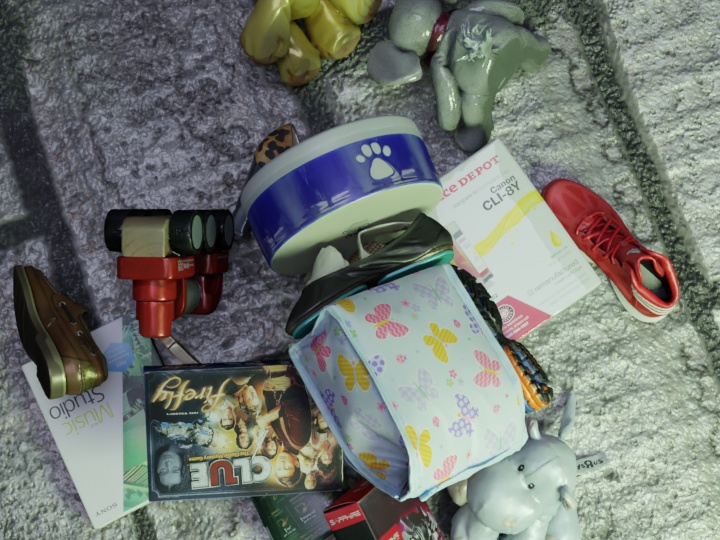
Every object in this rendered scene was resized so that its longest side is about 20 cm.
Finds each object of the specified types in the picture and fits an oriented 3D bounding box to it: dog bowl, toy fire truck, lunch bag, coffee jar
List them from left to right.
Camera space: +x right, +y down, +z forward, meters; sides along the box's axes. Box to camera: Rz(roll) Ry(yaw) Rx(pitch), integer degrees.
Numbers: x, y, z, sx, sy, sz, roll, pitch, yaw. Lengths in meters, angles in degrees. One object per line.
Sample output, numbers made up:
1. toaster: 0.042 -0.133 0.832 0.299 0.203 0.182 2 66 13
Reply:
1. toy fire truck: -0.187 0.035 1.387 0.128 0.176 0.201 1 93 10
2. coffee jar: -0.088 0.206 1.401 0.104 0.085 0.200 -32 82 2
3. dog bowl: -0.018 -0.075 1.330 0.199 0.200 0.079 -23 76 -4
4. lunch bag: 0.052 0.118 1.270 0.169 0.127 0.200 -21 70 -37

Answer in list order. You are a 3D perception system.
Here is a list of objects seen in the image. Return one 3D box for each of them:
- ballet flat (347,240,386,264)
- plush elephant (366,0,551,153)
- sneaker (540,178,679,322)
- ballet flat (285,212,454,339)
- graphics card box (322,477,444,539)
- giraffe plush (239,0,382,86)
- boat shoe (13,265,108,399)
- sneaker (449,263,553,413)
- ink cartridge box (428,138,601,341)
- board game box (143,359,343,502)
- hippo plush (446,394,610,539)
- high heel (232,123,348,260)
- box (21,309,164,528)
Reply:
1. ballet flat: -0.021 0.063 1.370 0.070 0.065 0.201 28 106 25
2. plush elephant: 0.096 -0.253 1.453 0.155 0.200 0.165 33 89 23
3. sneaker: 0.284 -0.034 1.430 0.200 0.116 0.078 45 82 6
4. ballet flat: 0.000 0.000 1.316 0.199 0.068 0.069 -26 72 -17
5. graphics card box: 0.047 0.312 1.349 0.051 0.125 0.201 -24 91 29
6. giraffe plush: -0.095 -0.336 1.473 0.172 0.200 0.162 -38 54 -3
7. boat shoe: -0.329 0.065 1.409 0.068 0.072 0.200 -9 44 -25
8. sneaker: 0.115 0.076 1.359 0.078 0.075 0.200 -38 80 20
9. ink cartridge box: 0.149 -0.023 1.443 0.145 0.083 0.200 -34 82 -5
10. board game box: -0.118 0.161 1.321 0.199 0.035 0.136 -3 96 -8
11. hippo plush: 0.187 0.239 1.359 0.199 0.161 0.160 -27 81 -5
12. high heel: -0.042 -0.075 1.455 0.199 0.071 0.143 23 87 13
13. box: -0.269 0.164 1.433 0.144 0.036 0.201 -27 82 -4
